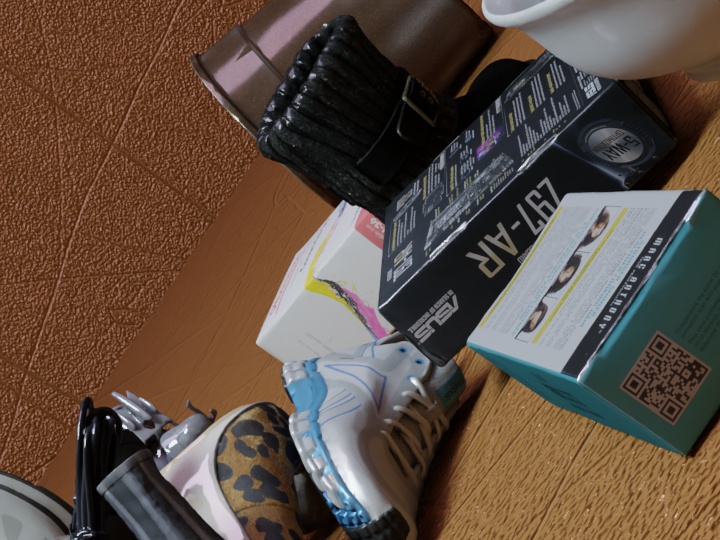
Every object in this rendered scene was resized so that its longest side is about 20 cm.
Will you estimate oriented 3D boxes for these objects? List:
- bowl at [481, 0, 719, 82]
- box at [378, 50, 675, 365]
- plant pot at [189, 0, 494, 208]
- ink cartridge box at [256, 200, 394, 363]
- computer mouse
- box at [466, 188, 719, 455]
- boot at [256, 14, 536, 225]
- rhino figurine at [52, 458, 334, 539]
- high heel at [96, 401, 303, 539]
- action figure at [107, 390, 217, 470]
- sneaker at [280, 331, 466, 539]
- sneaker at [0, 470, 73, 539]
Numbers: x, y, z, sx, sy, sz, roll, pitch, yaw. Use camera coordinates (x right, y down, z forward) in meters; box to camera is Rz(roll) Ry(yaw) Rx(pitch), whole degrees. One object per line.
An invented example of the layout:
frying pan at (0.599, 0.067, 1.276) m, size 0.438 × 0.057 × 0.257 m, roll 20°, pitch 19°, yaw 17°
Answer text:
bowl at (0.158, -0.149, 0.956) m, size 0.201 × 0.090 × 0.201 m, roll -39°, pitch 16°, yaw 13°
box at (0.081, -0.048, 1.102) m, size 0.160 × 0.044 × 0.200 m, roll -45°, pitch 10°, yaw 12°
plant pot at (-0.006, -0.182, 1.810) m, size 0.198 × 0.200 × 0.200 m, roll -46°, pitch 9°, yaw 8°
ink cartridge box at (0.000, 0.000, 1.416) m, size 0.200 × 0.067 × 0.117 m, roll -50°, pitch 10°, yaw 33°
computer mouse at (-0.125, 0.145, 1.080) m, size 0.200 × 0.046 × 0.141 m, roll 123°, pitch 150°, yaw -78°
box at (0.101, 0.015, 0.837) m, size 0.082 × 0.049 × 0.200 m, roll -56°, pitch 8°, yaw -3°
boot at (0.033, -0.101, 1.307) m, size 0.079 × 0.158 × 0.211 m, roll -49°, pitch 10°, yaw 36°
rhino figurine at (-0.095, 0.141, 1.198) m, size 0.199 × 0.087 × 0.060 m, roll -26°, pitch 57°, yaw 18°
high heel at (-0.040, 0.139, 1.031) m, size 0.071 × 0.143 × 0.200 m, roll -42°, pitch -9°, yaw 17°
action figure at (-0.119, 0.147, 1.334) m, size 0.069 × 0.130 × 0.200 m, roll -24°, pitch -29°, yaw -38°
sneaker at (0.014, 0.074, 1.057) m, size 0.086 × 0.075 × 0.200 m, roll -28°, pitch 22°, yaw 3°
sneaker at (-0.189, 0.208, 1.251) m, size 0.076 × 0.201 × 0.116 m, roll -32°, pitch 22°, yaw 28°
